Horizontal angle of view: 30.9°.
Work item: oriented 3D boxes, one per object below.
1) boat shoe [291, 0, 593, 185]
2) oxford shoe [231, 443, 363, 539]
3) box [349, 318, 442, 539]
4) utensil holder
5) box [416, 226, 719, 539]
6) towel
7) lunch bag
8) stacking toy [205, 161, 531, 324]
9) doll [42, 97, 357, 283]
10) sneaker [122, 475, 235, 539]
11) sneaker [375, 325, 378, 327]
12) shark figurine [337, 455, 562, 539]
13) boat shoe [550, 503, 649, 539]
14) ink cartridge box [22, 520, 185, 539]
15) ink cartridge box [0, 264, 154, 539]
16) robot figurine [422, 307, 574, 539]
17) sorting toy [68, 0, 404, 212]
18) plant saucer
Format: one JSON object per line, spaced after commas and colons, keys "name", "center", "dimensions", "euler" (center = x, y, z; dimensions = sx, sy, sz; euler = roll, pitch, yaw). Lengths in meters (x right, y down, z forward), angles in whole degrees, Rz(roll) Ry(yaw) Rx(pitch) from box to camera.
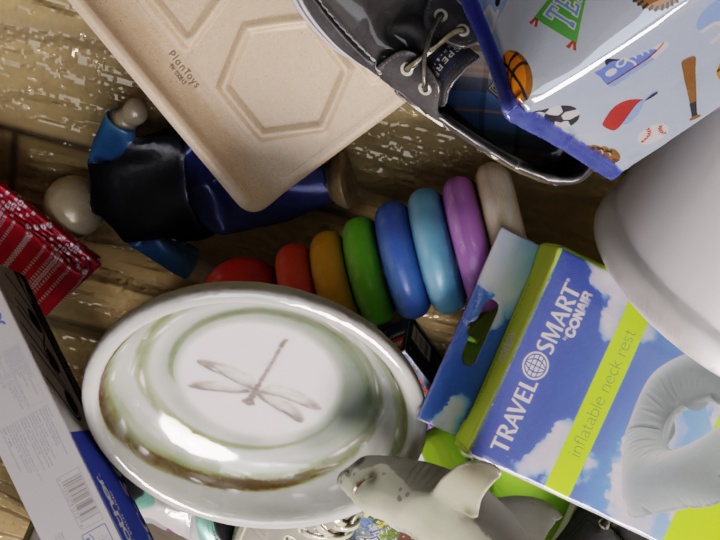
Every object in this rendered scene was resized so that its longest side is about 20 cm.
{"name": "boat shoe", "center": [0.047, -0.106, 0.674], "dimensions": [0.199, 0.066, 0.070], "euler": [37, 102, -23]}
{"name": "oxford shoe", "center": [-0.028, 0.156, 0.848], "dimensions": [0.074, 0.058, 0.201], "euler": [12, 119, -38]}
{"name": "box", "center": [0.031, 0.139, 0.914], "dimensions": [0.135, 0.038, 0.201], "euler": [-26, 117, 24]}
{"name": "utensil holder", "center": [0.241, -0.060, 0.664], "dimensions": [0.168, 0.171, 0.201], "euler": [25, 123, -9]}
{"name": "box", "center": [0.144, 0.072, 0.707], "dimensions": [0.198, 0.048, 0.123], "euler": [25, 90, -7]}
{"name": "towel", "center": [-0.274, -0.033, 0.827], "dimensions": [0.199, 0.023, 0.144], "euler": [38, 140, -17]}
{"name": "lunch bag", "center": [0.119, -0.177, 0.589], "dimensions": [0.169, 0.202, 0.123], "euler": [-32, 147, 28]}
{"name": "stacking toy", "center": [0.000, 0.000, 0.769], "dimensions": [0.197, 0.086, 0.086], "euler": [-14, 123, 5]}
{"name": "doll", "center": [-0.104, -0.048, 0.797], "dimensions": [0.197, 0.049, 0.138], "euler": [-9, 122, 14]}
{"name": "sneaker", "center": [-0.147, 0.144, 0.916], "dimensions": [0.199, 0.079, 0.139], "euler": [31, 162, -32]}
{"name": "sneaker", "center": [-0.078, 0.061, 0.843], "dimensions": [0.198, 0.092, 0.078], "euler": [-24, 118, 23]}
{"name": "shark figurine", "center": [0.089, 0.170, 0.709], "dimensions": [0.128, 0.089, 0.216], "euler": [-44, 74, 42]}
{"name": "boat shoe", "center": [0.134, 0.180, 0.766], "dimensions": [0.200, 0.061, 0.074], "euler": [-43, 113, 13]}
{"name": "ink cartridge box", "center": [-0.164, 0.247, 0.979], "dimensions": [0.198, 0.104, 0.060], "euler": [27, 125, -11]}
{"name": "ink cartridge box", "center": [-0.183, 0.095, 0.764], "dimensions": [0.044, 0.094, 0.202], "euler": [-27, 85, -4]}
{"name": "robot figurine", "center": [0.126, 0.100, 0.823], "dimensions": [0.173, 0.116, 0.202], "euler": [-23, 121, 2]}
{"name": "sorting toy", "center": [-0.036, -0.157, 0.694], "dimensions": [0.199, 0.037, 0.186], "euler": [-37, 114, 7]}
{"name": "plant saucer", "center": [-0.059, 0.070, 0.753], "dimensions": [0.197, 0.051, 0.202], "euler": [2, 133, 2]}
